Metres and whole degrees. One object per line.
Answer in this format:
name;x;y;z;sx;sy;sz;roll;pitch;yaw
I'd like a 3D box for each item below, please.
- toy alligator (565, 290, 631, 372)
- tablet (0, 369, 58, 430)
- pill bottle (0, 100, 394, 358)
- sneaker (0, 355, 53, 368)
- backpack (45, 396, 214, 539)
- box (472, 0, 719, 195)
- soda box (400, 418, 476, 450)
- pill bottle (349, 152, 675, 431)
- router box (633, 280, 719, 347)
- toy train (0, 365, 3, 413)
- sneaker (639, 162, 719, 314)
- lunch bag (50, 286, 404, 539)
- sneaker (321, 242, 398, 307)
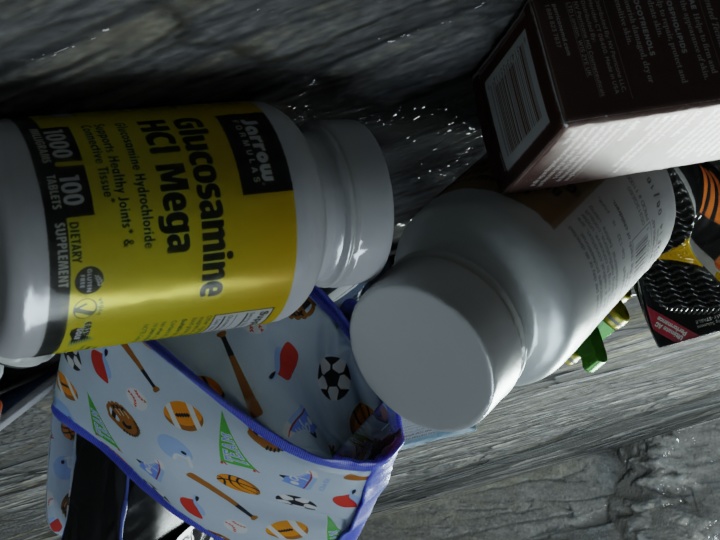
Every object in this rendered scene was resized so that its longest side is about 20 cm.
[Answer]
toy alligator;0.171;0.014;1.252;0.059;0.054;0.200;-39;-167;25
tablet;-0.316;0.136;1.231;0.129;0.014;0.200;-23;-169;31
pill bottle;-0.089;-0.025;0.795;0.198;0.113;0.112;-8;165;-27
sneaker;-0.218;0.010;0.917;0.092;0.076;0.200;-30;168;27
backpack;-0.149;0.150;1.284;0.153;0.202;0.190;17;-168;41
box;0.169;-0.101;0.839;0.198;0.076;0.100;-8;165;-17
soda box;0.038;0.060;1.178;0.063;0.069;0.200;-15;-165;3
pill bottle;0.084;-0.002;0.895;0.114;0.115;0.200;-29;-171;46
router box;0.307;-0.010;1.251;0.198;0.063;0.150;-16;-170;9
toy train;-0.323;0.108;1.100;0.199;0.115;0.085;-27;127;27
sneaker;0.209;-0.053;1.096;0.069;0.091;0.200;-2;147;29
lunch bag;-0.068;0.074;0.941;0.124;0.200;0.170;-43;166;-30
sneaker;0.000;-0.002;1.028;0.145;0.078;0.202;4;165;-32
